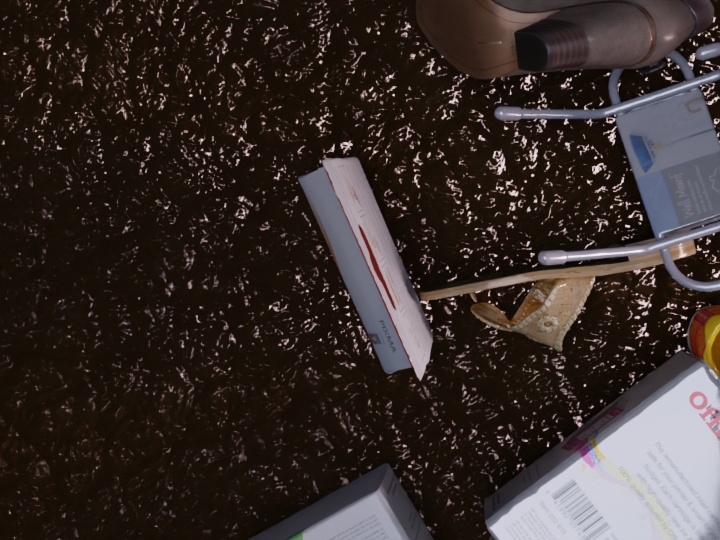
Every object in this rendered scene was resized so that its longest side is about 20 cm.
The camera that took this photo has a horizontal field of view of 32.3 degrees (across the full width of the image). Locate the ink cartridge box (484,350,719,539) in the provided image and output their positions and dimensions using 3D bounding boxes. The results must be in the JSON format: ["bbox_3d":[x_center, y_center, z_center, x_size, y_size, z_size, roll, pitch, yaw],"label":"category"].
[{"bbox_3d":[0.213,0.176,0.923,0.200,0.085,0.145,-38,88,6],"label":"ink cartridge box"}]

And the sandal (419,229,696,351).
[{"bbox_3d":[0.155,0.025,0.946,0.211,0.078,0.070,-14,93,3],"label":"sandal"}]

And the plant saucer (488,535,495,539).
[{"bbox_3d":[0.195,0.259,0.990,0.200,0.031,0.200,1,97,7],"label":"plant saucer"}]

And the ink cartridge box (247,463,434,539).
[{"bbox_3d":[0.009,0.281,0.989,0.146,0.084,0.200,-30,92,10],"label":"ink cartridge box"}]

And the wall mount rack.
[{"bbox_3d":[0.200,-0.078,0.898,0.174,0.075,0.200,-18,70,11],"label":"wall mount rack"}]

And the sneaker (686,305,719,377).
[{"bbox_3d":[0.323,0.108,0.934,0.200,0.077,0.073,40,98,0],"label":"sneaker"}]

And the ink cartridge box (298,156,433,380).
[{"bbox_3d":[0.000,0.000,0.899,0.050,0.200,0.162,-23,93,10],"label":"ink cartridge box"}]

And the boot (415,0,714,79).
[{"bbox_3d":[0.151,-0.186,0.914,0.146,0.200,0.070,-18,122,-24],"label":"boot"}]
